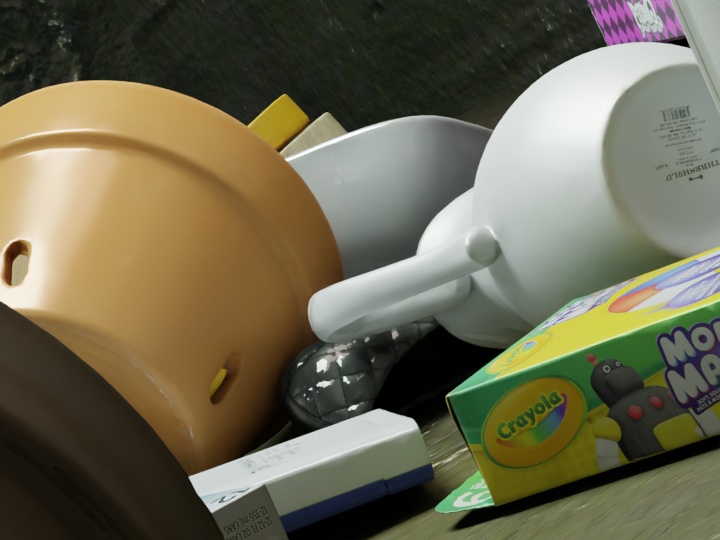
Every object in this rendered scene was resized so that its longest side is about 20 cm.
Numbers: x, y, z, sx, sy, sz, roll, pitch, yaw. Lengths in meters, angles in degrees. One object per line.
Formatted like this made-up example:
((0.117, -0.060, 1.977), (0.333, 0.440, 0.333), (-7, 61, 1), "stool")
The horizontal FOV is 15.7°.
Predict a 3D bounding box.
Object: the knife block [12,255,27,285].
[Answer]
((-0.173, 0.057, 1.374), (0.175, 0.064, 0.200), (-35, 28, 55), "knife block")

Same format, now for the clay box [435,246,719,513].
((0.118, 0.023, 0.895), (0.200, 0.048, 0.115), (-21, 6, 32), "clay box")

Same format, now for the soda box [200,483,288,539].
((-0.102, 0.129, 0.703), (0.200, 0.069, 0.064), (-27, 5, -33), "soda box")

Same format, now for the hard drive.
((-0.076, 0.100, 1.013), (0.199, 0.025, 0.132), (-20, 1, -6), "hard drive")

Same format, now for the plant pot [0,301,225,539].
((-0.111, 0.112, 0.387), (0.200, 0.200, 0.174), (-24, 20, 6), "plant pot")

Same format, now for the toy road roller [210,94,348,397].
((-0.066, 0.009, 1.484), (0.146, 0.123, 0.200), (-44, 1, -31), "toy road roller")

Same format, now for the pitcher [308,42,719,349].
((0.076, -0.014, 1.075), (0.171, 0.122, 0.200), (-19, -5, -20), "pitcher")

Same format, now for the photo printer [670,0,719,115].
((0.193, -0.103, 0.990), (0.166, 0.200, 0.069), (-30, 7, -41), "photo printer")

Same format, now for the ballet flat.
((0.050, 0.032, 1.198), (0.200, 0.067, 0.057), (-29, 46, -31), "ballet flat")

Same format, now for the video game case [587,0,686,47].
((0.207, -0.153, 1.181), (0.181, 0.036, 0.200), (-25, 5, -6), "video game case")

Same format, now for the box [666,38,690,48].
((0.221, -0.081, 1.171), (0.148, 0.105, 0.200), (-26, 6, -21), "box")

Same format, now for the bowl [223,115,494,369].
((0.000, 0.000, 1.300), (0.199, 0.075, 0.200), (-22, -19, 25), "bowl")

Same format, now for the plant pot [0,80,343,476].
((-0.120, 0.034, 1.180), (0.200, 0.200, 0.140), (-22, 26, 28), "plant pot")
